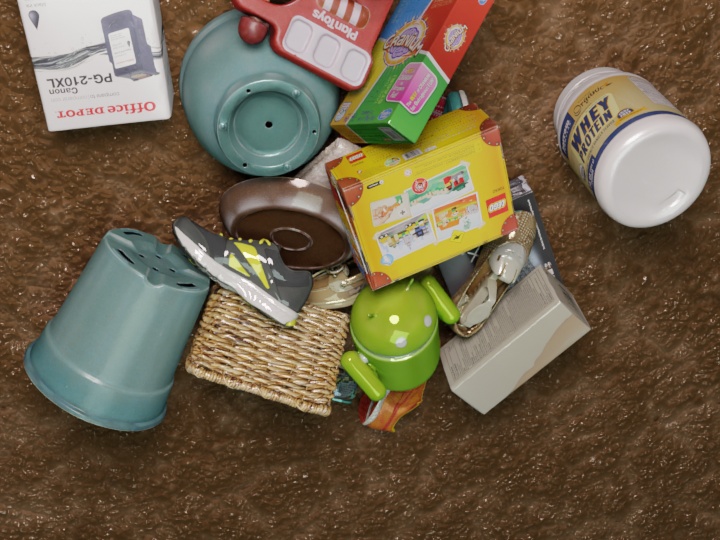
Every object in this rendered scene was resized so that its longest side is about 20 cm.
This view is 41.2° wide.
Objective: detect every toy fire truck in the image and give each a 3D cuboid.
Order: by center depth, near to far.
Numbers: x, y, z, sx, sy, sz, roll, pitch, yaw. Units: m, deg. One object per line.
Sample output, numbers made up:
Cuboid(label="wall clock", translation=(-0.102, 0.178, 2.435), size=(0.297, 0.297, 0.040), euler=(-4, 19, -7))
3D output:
Cuboid(label="toy fire truck", translation=(-0.055, -0.310, 1.050), size=(0.199, 0.112, 0.169), euler=(23, 90, -22))

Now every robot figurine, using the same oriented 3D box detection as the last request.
Cuboid(label="robot figurine", translation=(0.047, 0.085, 1.279), size=(0.175, 0.116, 0.201), euler=(-41, 152, -18))

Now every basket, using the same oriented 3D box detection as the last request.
Cuboid(label="basket", translation=(-0.130, 0.121, 1.291), size=(0.198, 0.150, 0.143), euler=(17, 152, -9))

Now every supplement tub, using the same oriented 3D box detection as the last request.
Cuboid(label="supplement tub", translation=(0.331, -0.161, 1.201), size=(0.143, 0.201, 0.146), euler=(-5, 123, -8))

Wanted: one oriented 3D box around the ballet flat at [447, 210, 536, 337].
Cuboid(label="ballet flat", translation=(0.183, 0.012, 1.303), size=(0.070, 0.065, 0.201), euler=(19, 117, -19))

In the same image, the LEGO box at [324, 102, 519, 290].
Cuboid(label="LEGO box", translation=(0.076, -0.088, 1.147), size=(0.198, 0.077, 0.150), euler=(-22, 125, -6))

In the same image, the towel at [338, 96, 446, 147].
Cuboid(label="towel", translation=(0.036, -0.150, 1.258), size=(0.144, 0.023, 0.201), euler=(17, 117, -22))

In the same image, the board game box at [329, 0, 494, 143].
Cuboid(label="board game box", translation=(0.058, -0.238, 1.082), size=(0.040, 0.153, 0.201), euler=(33, 81, -26))

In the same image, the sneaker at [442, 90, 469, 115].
Cuboid(label="sneaker", translation=(0.093, -0.135, 1.229), size=(0.079, 0.078, 0.201), euler=(11, 118, -11))

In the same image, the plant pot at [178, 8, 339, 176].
Cuboid(label="plant pot", translation=(-0.113, -0.194, 1.133), size=(0.198, 0.135, 0.202), euler=(-5, 123, -8))

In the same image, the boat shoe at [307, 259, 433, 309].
Cuboid(label="boat shoe", translation=(0.000, 0.000, 1.320), size=(0.198, 0.073, 0.063), euler=(-17, 116, -6))

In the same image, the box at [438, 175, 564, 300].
Cuboid(label="box", translation=(0.190, -0.015, 1.356), size=(0.157, 0.050, 0.201), euler=(-22, 124, 5))

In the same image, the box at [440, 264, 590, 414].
Cuboid(label="box", translation=(0.212, 0.098, 1.349), size=(0.200, 0.095, 0.078), euler=(-42, 121, 19))

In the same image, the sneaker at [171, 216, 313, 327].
Cuboid(label="sneaker", translation=(-0.147, -0.012, 1.218), size=(0.199, 0.074, 0.085), euler=(38, 80, -8))

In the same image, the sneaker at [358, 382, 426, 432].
Cuboid(label="sneaker", translation=(0.069, 0.163, 1.441), size=(0.077, 0.073, 0.201), euler=(16, 128, -24))

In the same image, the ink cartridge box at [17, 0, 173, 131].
Cuboid(label="ink cartridge box", translation=(-0.296, -0.268, 1.078), size=(0.143, 0.085, 0.202), euler=(-7, 123, -6))

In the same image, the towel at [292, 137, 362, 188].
Cuboid(label="towel", translation=(-0.033, -0.088, 1.228), size=(0.132, 0.035, 0.200), euler=(24, 141, -28))

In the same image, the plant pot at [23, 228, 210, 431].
Cuboid(label="plant pot", translation=(-0.301, 0.065, 1.237), size=(0.199, 0.200, 0.197), euler=(23, 107, -23))

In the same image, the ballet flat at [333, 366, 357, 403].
Cuboid(label="ballet flat", translation=(-0.099, 0.148, 1.403), size=(0.198, 0.074, 0.075), euler=(9, 120, -18))

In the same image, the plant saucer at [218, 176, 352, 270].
Cuboid(label="plant saucer", translation=(-0.087, -0.051, 1.229), size=(0.198, 0.032, 0.201), euler=(8, 152, 4))
